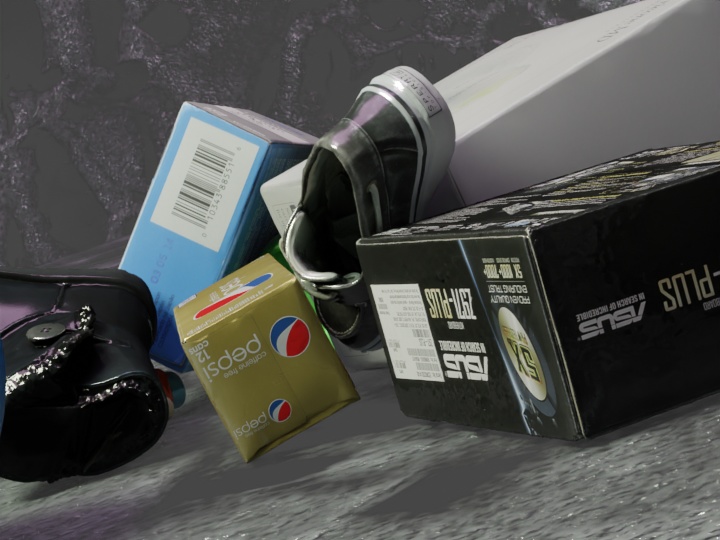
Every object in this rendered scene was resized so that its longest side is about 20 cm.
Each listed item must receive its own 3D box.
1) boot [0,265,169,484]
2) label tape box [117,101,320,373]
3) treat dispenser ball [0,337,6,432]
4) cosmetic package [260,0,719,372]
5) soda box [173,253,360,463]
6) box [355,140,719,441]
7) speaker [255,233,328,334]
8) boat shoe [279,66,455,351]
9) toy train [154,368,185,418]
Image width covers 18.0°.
[{"bbox_3d":[-0.201,0.052,1.199,0.198,0.077,0.168,-3,18,-4],"label":"boot"},{"bbox_3d":[-0.079,-0.021,1.382,0.063,0.145,0.200,24,7,11],"label":"label tape box"},{"bbox_3d":[-0.250,0.049,0.956,0.199,0.203,0.201,-16,5,1],"label":"treat dispenser ball"},{"bbox_3d":[0.088,-0.046,1.206,0.199,0.124,0.200,-32,13,-27],"label":"cosmetic package"},{"bbox_3d":[-0.051,0.040,1.142,0.064,0.068,0.200,-29,6,-3],"label":"soda box"},{"bbox_3d":[0.111,0.003,0.971,0.163,0.087,0.200,-18,5,-20],"label":"box"},{"bbox_3d":[0.000,0.000,1.392,0.088,0.089,0.200,-14,5,22],"label":"speaker"},{"bbox_3d":[-0.008,-0.020,1.094,0.071,0.072,0.201,-31,-27,-25],"label":"boat shoe"},{"bbox_3d":[-0.207,0.084,1.291,0.199,0.056,0.150,-20,6,-39],"label":"toy train"}]
